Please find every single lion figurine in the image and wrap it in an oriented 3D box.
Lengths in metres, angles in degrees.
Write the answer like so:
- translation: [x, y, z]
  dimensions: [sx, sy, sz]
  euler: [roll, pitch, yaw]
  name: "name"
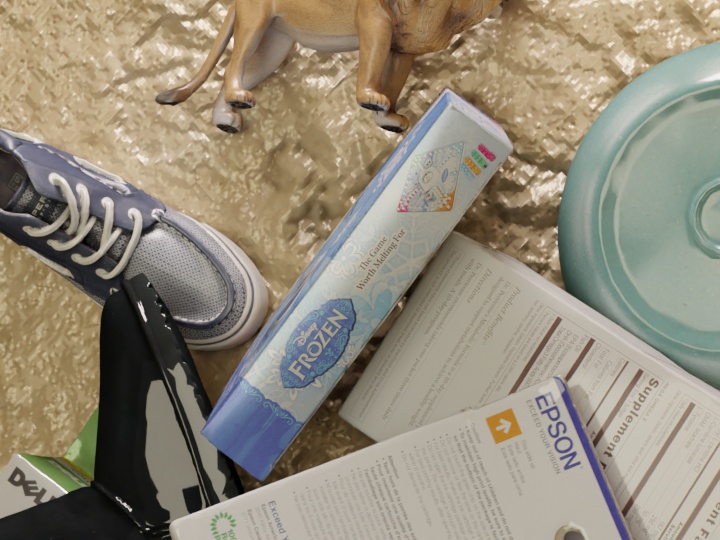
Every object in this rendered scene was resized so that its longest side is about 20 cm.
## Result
- translation: [-0.015, -0.139, 1.486]
  dimensions: [0.200, 0.072, 0.123]
  euler: [4, 76, 25]
  name: "lion figurine"

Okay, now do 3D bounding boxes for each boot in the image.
- translation: [-0.149, 0.117, 1.430]
  dimensions: [0.168, 0.076, 0.200]
  euler: [-21, 73, -1]
  name: "boot"
- translation: [-0.149, -0.019, 1.505]
  dimensions: [0.200, 0.090, 0.073]
  euler: [27, 92, 22]
  name: "boot"

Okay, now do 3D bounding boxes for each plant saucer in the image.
- translation: [0.192, -0.025, 1.409]
  dimensions: [0.200, 0.036, 0.200]
  euler: [-3, 81, 20]
  name: "plant saucer"

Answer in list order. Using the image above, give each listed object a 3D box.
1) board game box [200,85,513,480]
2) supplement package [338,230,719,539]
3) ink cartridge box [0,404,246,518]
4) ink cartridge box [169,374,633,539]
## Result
- translation: [0.000, 0.000, 1.390]
  dimensions: [0.043, 0.200, 0.199]
  euler: [37, 95, -3]
  name: "board game box"
- translation: [0.112, 0.083, 1.349]
  dimensions: [0.200, 0.114, 0.110]
  euler: [33, 95, 23]
  name: "supplement package"
- translation: [-0.163, 0.168, 1.498]
  dimensions: [0.104, 0.059, 0.200]
  euler: [36, 95, 22]
  name: "ink cartridge box"
- translation: [0.037, 0.173, 1.268]
  dimensions: [0.200, 0.041, 0.200]
  euler: [-20, 73, -3]
  name: "ink cartridge box"
